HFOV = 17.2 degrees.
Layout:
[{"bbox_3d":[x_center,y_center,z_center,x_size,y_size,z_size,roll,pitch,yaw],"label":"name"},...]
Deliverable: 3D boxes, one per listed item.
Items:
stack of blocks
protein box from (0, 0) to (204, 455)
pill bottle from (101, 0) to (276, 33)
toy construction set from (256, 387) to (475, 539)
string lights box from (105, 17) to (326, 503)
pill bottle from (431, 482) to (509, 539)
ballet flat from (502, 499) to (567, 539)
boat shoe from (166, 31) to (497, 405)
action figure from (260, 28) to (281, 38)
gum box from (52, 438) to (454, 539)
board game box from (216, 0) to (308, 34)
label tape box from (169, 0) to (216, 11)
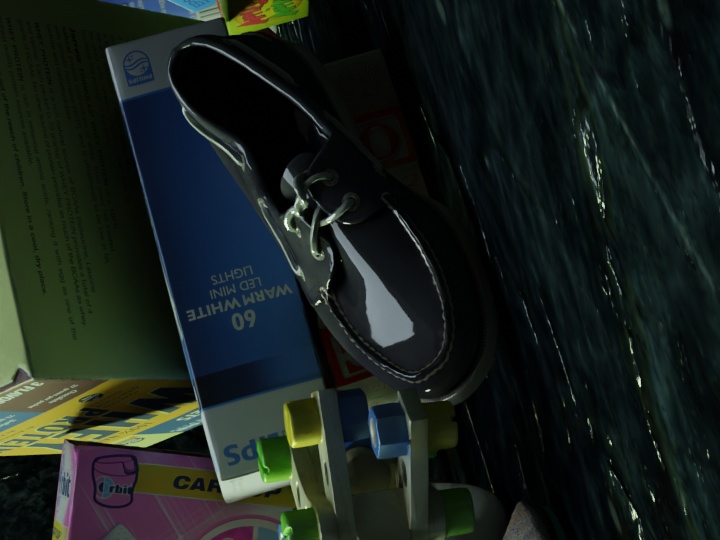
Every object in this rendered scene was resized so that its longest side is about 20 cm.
[{"bbox_3d":[0.000,0.000,1.100,0.200,0.058,0.116,88,165,-66],"label":"stack of blocks"},{"bbox_3d":[-0.157,-0.019,1.182,0.199,0.134,0.200,4,-112,-53],"label":"protein box"},{"bbox_3d":[-0.159,-0.168,1.462,0.112,0.198,0.113,165,90,-85],"label":"pill bottle"},{"bbox_3d":[0.000,0.139,0.931,0.131,0.091,0.202,-156,73,-77],"label":"toy construction set"},{"bbox_3d":[-0.061,-0.002,1.087,0.103,0.058,0.202,99,156,-79],"label":"string lights box"},{"bbox_3d":[0.035,0.207,1.075,0.112,0.111,0.202,-130,24,-76],"label":"pill bottle"},{"bbox_3d":[0.069,0.192,0.929,0.068,0.067,0.202,-151,45,-76],"label":"ballet flat"},{"bbox_3d":[-0.018,-0.024,0.954,0.062,0.073,0.201,14,-146,-49],"label":"boat shoe"},{"bbox_3d":[-0.099,-0.082,1.358,0.065,0.098,0.201,-51,20,31],"label":"action figure"},{"bbox_3d":[-0.051,0.150,1.157,0.066,0.198,0.115,174,103,-77],"label":"gum box"},{"bbox_3d":[-0.076,-0.236,1.243,0.102,0.047,0.202,96,157,-76],"label":"board game box"},{"bbox_3d":[-0.132,-0.262,1.348,0.144,0.063,0.202,17,-128,-63],"label":"label tape box"}]
